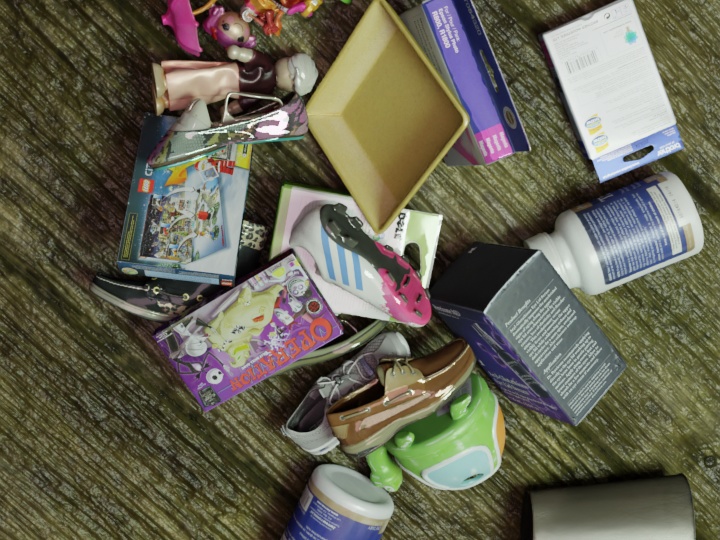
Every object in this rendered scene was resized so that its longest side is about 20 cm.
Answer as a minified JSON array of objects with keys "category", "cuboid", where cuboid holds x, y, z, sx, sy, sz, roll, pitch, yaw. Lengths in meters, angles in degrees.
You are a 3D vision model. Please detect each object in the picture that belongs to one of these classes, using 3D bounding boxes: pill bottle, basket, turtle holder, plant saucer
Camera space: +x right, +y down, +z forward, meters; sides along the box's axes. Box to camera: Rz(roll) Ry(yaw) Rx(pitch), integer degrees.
[{"category":"pill bottle","cuboid":[-0.047,0.361,1.387,0.115,0.116,0.201,25,99,-6]},{"category":"pill bottle","cuboid":[0.309,-0.037,1.336,0.199,0.111,0.111,-22,100,1]},{"category":"basket","cuboid":[0.313,0.348,1.395,0.199,0.136,0.181,2,98,1]},{"category":"turtle holder","cuboid":[0.097,0.217,1.356,0.185,0.141,0.132,-40,114,-10]},{"category":"plant saucer","cuboid":[0.036,-0.179,1.261,0.200,0.048,0.200,58,133,22]}]

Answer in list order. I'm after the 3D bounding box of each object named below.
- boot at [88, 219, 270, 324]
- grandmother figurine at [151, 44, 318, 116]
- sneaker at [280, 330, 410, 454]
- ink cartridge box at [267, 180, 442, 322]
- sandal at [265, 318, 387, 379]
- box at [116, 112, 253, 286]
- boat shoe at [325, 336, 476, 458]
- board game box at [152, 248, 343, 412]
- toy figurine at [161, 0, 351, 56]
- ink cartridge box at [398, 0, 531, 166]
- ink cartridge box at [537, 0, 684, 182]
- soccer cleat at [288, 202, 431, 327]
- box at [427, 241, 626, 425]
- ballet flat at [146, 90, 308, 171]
[{"category":"boot","cuboid":[-0.220,-0.009,1.341,0.203,0.073,0.154,17,94,-5]},{"category":"grandmother figurine","cuboid":[-0.148,-0.230,1.295,0.199,0.121,0.061,-8,73,-15]},{"category":"sneaker","cuboid":[-0.017,0.154,1.352,0.200,0.082,0.075,-49,56,10]},{"category":"ink cartridge box","cuboid":[-0.013,-0.021,1.344,0.199,0.076,0.148,10,99,-6]},{"category":"sandal","cuboid":[-0.062,0.090,1.362,0.200,0.080,0.058,-17,86,1]},{"category":"box","cuboid":[-0.205,-0.086,1.292,0.136,0.038,0.201,7,67,-3]},{"category":"boat shoe","cuboid":[0.047,0.143,1.301,0.200,0.076,0.074,-37,110,-3]},{"category":"board game box","cuboid":[-0.135,0.074,1.307,0.200,0.032,0.120,-31,110,7]},{"category":"toy figurine","cuboid":[-0.141,-0.325,1.279,0.184,0.150,0.200,-42,124,18]},{"category":"ink cartridge box","cuboid":[0.108,-0.217,1.251,0.043,0.200,0.197,-26,99,-10]},{"category":"ink cartridge box","cuboid":[0.312,-0.223,1.340,0.119,0.042,0.201,-23,97,1]},{"category":"soccer cleat","cuboid":[0.000,0.000,1.283,0.086,0.070,0.200,-28,117,37]},{"category":"box","cuboid":[0.198,0.072,1.304,0.104,0.148,0.200,-46,110,-13]},{"category":"ballet flat","cuboid":[-0.159,-0.173,1.270,0.199,0.069,0.071,-15,111,-14]}]
